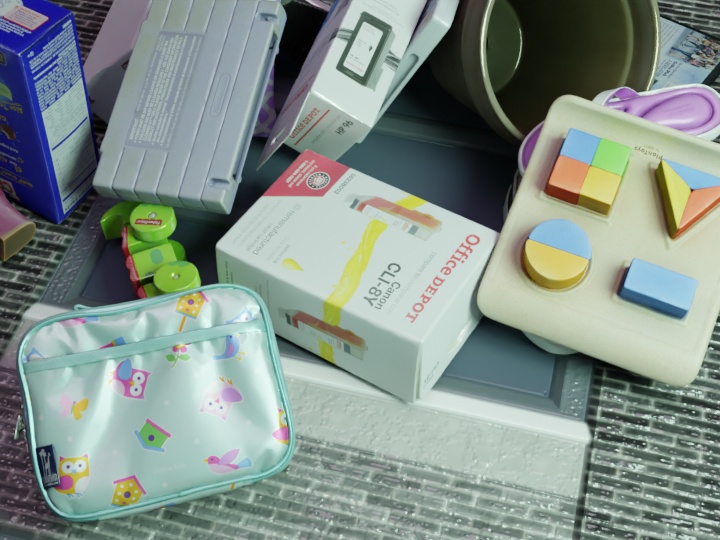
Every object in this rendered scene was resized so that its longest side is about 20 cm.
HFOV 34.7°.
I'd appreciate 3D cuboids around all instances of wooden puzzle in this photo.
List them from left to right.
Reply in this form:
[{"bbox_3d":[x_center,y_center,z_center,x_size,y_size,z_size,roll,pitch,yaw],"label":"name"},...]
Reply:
[{"bbox_3d":[0.212,-0.030,0.931,0.185,0.046,0.200,20,80,10],"label":"wooden puzzle"}]

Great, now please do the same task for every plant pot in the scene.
[{"bbox_3d":[0.154,-0.217,1.099,0.200,0.200,0.173,-24,21,-20],"label":"plant pot"}]

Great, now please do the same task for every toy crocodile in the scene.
[{"bbox_3d":[-0.172,0.006,0.982,0.062,0.068,0.200,-19,50,-11],"label":"toy crocodile"}]

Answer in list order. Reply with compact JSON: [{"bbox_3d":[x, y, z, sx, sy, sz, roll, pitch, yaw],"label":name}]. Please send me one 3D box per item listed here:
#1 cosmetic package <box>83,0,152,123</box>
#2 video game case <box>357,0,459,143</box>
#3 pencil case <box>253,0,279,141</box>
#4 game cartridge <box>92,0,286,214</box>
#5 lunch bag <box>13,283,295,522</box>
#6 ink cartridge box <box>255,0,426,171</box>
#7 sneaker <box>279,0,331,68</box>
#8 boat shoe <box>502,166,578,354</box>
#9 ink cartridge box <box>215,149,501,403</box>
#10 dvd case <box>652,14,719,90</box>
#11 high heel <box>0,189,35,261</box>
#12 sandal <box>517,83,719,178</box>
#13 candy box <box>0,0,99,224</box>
[{"bbox_3d":[-0.209,-0.242,1.164,0.102,0.074,0.200,-26,39,36],"label":"cosmetic package"},{"bbox_3d":[0.055,-0.246,1.136,0.023,0.182,0.200,29,49,-11],"label":"video game case"},{"bbox_3d":[-0.112,-0.222,1.099,0.085,0.201,0.084,1,13,-19],"label":"pencil case"},{"bbox_3d":[-0.150,-0.151,1.013,0.129,0.038,0.200,7,70,19],"label":"game cartridge"},{"bbox_3d":[-0.155,0.095,0.857,0.199,0.077,0.161,-11,82,-8],"label":"lunch bag"},{"bbox_3d":[-0.017,-0.175,1.064,0.068,0.116,0.200,28,68,-13],"label":"ink cartridge box"},{"bbox_3d":[-0.072,-0.272,1.187,0.200,0.074,0.089,30,36,-16],"label":"sneaker"},{"bbox_3d":[0.161,-0.019,1.013,0.070,0.064,0.200,-4,49,-5],"label":"boat shoe"},{"bbox_3d":[0.000,0.000,0.979,0.200,0.084,0.145,25,52,19],"label":"ink cartridge box"},{"bbox_3d":[0.283,-0.237,1.235,0.200,0.018,0.143,29,54,23],"label":"dvd case"},{"bbox_3d":[-0.385,-0.017,0.994,0.096,0.068,0.200,36,42,15],"label":"high heel"},{"bbox_3d":[0.228,-0.128,1.003,0.202,0.050,0.083,-22,63,-14],"label":"sandal"},{"bbox_3d":[-0.327,-0.162,1.034,0.169,0.200,0.077,26,52,18],"label":"candy box"}]
